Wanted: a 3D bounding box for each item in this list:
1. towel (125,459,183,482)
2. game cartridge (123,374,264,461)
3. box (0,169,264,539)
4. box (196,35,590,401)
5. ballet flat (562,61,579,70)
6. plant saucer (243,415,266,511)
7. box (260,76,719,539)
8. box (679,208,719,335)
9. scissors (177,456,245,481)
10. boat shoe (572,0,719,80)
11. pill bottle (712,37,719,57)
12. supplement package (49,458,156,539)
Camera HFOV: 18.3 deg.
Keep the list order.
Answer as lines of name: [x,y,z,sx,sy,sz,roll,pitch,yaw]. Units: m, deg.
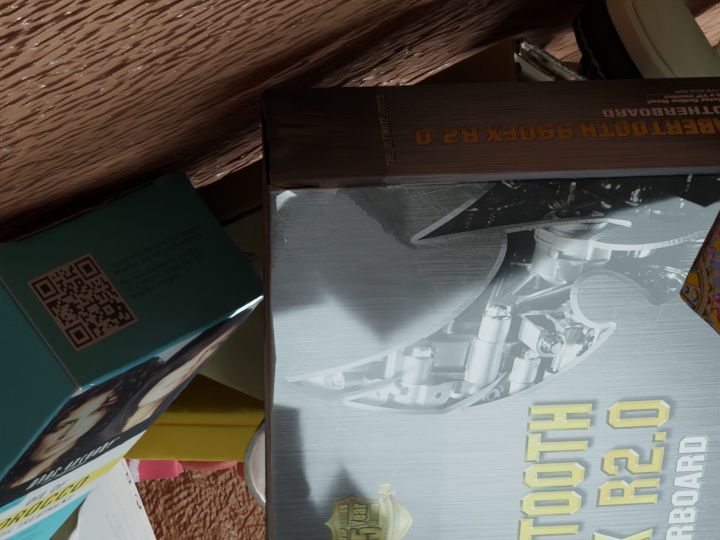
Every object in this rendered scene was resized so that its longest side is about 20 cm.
towel: [-0.177,0.094,1.027,0.199,0.023,0.145,-8,171,-6]
game cartridge: [0.004,0.027,0.950,0.176,0.033,0.200,-2,-161,30]
box: [-0.113,0.053,0.701,0.082,0.049,0.200,-27,166,-44]
box: [0.024,0.001,0.724,0.200,0.021,0.163,-23,145,36]
ballet flat: [0.084,-0.047,0.885,0.063,0.069,0.200,-40,176,7]
plant saucer: [0.059,0.054,0.764,0.200,0.035,0.200,-1,153,-1]
box: [0.050,0.039,0.649,0.158,0.200,0.048,-2,-141,-5]
box: [0.206,-0.056,0.505,0.192,0.122,0.200,-23,146,-38]
scissors: [-0.006,0.047,0.972,0.073,0.014,0.200,-2,-162,34]
boat shoe: [0.097,-0.046,0.749,0.066,0.075,0.199,-25,168,17]
pill bottle: [0.207,-0.079,0.850,0.113,0.113,0.200,-23,175,-36]
supplement package: [-0.142,0.159,0.869,0.113,0.110,0.200,-18,-167,7]
